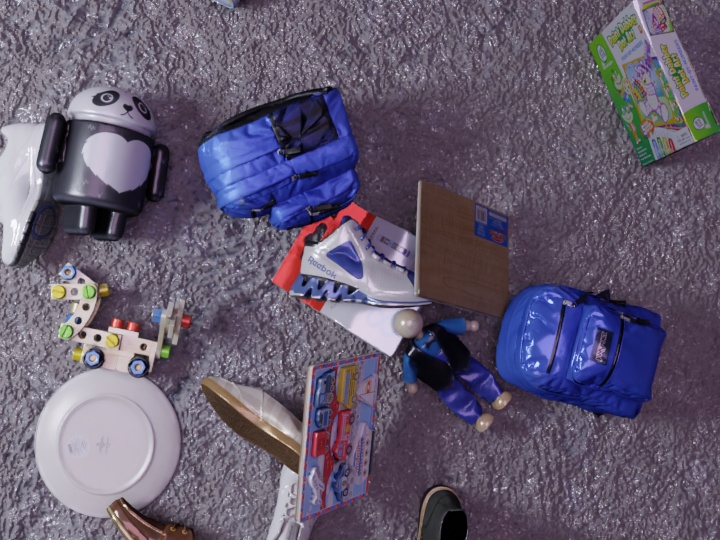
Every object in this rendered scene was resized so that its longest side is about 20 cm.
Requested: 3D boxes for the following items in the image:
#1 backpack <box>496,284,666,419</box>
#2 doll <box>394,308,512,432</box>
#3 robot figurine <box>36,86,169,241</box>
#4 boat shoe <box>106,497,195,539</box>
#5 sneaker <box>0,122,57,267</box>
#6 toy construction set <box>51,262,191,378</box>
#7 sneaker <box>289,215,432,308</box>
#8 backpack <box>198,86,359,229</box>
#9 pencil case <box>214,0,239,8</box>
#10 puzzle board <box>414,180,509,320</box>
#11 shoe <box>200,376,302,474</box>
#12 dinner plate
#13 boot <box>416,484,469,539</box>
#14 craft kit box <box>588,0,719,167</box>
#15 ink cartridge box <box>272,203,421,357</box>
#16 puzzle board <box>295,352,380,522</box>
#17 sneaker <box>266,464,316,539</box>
[{"bbox_3d":[0.294,0.097,1.316,0.197,0.168,0.165,17,78,-10],"label":"backpack"},{"bbox_3d":[0.120,0.124,1.343,0.200,0.048,0.137,44,83,-15],"label":"doll"},{"bbox_3d":[-0.340,-0.143,1.304,0.123,0.150,0.203,8,85,13],"label":"robot figurine"},{"bbox_3d":[-0.251,0.367,1.308,0.200,0.072,0.068,43,79,-7],"label":"boat shoe"},{"bbox_3d":[-0.456,-0.104,1.323,0.086,0.075,0.203,6,79,9],"label":"sneaker"},{"bbox_3d":[-0.322,0.071,1.315,0.197,0.092,0.133,11,85,7],"label":"toy construction set"},{"bbox_3d":[0.007,-0.012,1.304,0.196,0.081,0.117,5,86,0],"label":"sneaker"},{"bbox_3d":[-0.107,-0.139,1.297,0.197,0.163,0.170,-18,87,-7],"label":"backpack"},{"bbox_3d":[-0.154,-0.464,1.360,0.083,0.091,0.201,35,85,-2],"label":"pencil case"},{"bbox_3d":[0.138,-0.023,1.322,0.198,0.017,0.153,16,71,-45],"label":"puzzle board"},{"bbox_3d":[-0.131,0.200,1.318,0.199,0.070,0.053,34,54,19],"label":"shoe"},{"bbox_3d":[-0.345,0.235,1.330,0.197,0.024,0.204,0,86,-4],"label":"dinner plate"},{"bbox_3d":[0.106,0.397,1.296,0.076,0.138,0.204,0,87,-5],"label":"boot"},{"bbox_3d":[0.395,-0.254,1.334,0.048,0.200,0.200,-21,87,-4],"label":"craft kit box"},{"bbox_3d":[0.000,0.000,1.361,0.198,0.047,0.161,32,85,-4],"label":"ink cartridge box"},{"bbox_3d":[-0.025,0.216,1.284,0.017,0.150,0.203,11,99,36],"label":"puzzle board"},{"bbox_3d":[-0.085,0.330,1.312,0.073,0.087,0.203,14,84,-1],"label":"sneaker"}]
